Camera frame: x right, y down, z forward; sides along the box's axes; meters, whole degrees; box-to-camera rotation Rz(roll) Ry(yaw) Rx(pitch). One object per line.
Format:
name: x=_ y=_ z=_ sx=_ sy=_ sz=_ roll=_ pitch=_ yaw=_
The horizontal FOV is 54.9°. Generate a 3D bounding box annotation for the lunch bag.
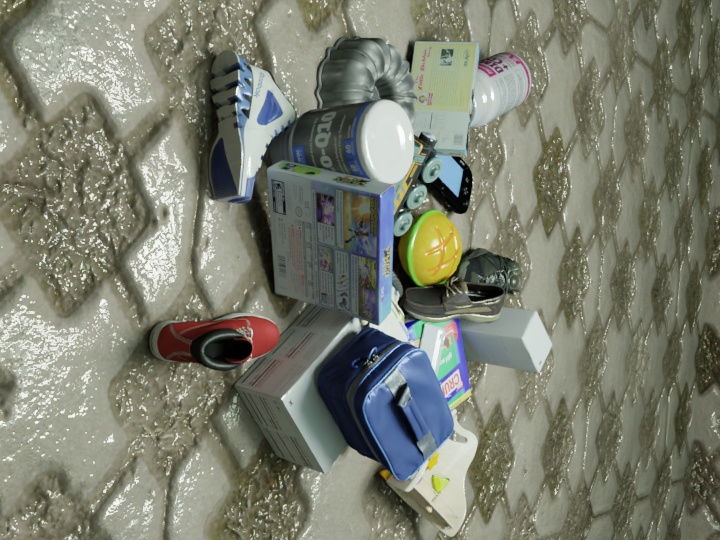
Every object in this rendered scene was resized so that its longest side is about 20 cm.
lunch bag: x=0.042 y=0.183 z=0.976 sx=0.136 sy=0.132 sz=0.201 roll=-42 pitch=125 yaw=-24

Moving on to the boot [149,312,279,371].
boot: x=-0.157 y=0.099 z=0.923 sx=0.199 sy=0.143 sz=0.073 roll=1 pitch=91 yaw=-49

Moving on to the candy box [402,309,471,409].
candy box: x=0.116 y=0.171 z=1.276 sx=0.168 sy=0.077 sz=0.202 roll=-26 pitch=112 yaw=-42

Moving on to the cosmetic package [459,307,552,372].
cosmetic package: x=0.252 y=0.124 z=1.330 sx=0.072 sy=0.199 sz=0.102 roll=-55 pitch=130 yaw=-28

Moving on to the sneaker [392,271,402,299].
sneaker: x=0.000 y=0.000 z=1.152 sx=0.077 sy=0.076 sz=0.200 roll=-49 pitch=130 yaw=-4

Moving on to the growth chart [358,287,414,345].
growth chart: x=0.046 y=0.092 z=1.099 sx=0.145 sy=0.018 sz=0.201 roll=-74 pitch=145 yaw=-48

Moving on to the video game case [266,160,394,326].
video game case: x=-0.041 y=-0.039 z=0.972 sx=0.045 sy=0.180 sz=0.202 roll=-40 pitch=139 yaw=-49

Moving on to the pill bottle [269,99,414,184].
pill bottle: x=-0.032 y=-0.177 z=0.993 sx=0.113 sy=0.199 sz=0.115 roll=-4 pitch=96 yaw=-47

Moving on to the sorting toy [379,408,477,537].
sorting toy: x=0.144 y=0.353 z=1.274 sx=0.180 sy=0.106 sz=0.200 roll=-50 pitch=131 yaw=-17

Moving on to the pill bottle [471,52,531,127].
pill bottle: x=0.235 y=-0.342 z=1.332 sx=0.199 sy=0.113 sz=0.115 roll=-34 pitch=117 yaw=-41

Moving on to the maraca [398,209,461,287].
maraca: x=0.135 y=-0.031 z=1.261 sx=0.200 sy=0.106 sz=0.138 roll=36 pitch=76 yaw=-55

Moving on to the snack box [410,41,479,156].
snack box: x=0.141 y=-0.304 z=1.222 sx=0.037 sy=0.115 sz=0.202 roll=40 pitch=58 yaw=-72

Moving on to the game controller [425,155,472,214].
game controller: x=0.157 y=-0.192 z=1.314 sx=0.200 sy=0.042 sz=0.105 roll=37 pitch=67 yaw=-44

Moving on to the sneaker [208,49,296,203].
sneaker: x=-0.142 y=-0.194 z=0.959 sx=0.114 sy=0.080 sz=0.202 roll=0 pitch=92 yaw=-45

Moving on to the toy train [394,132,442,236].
toy train: x=0.054 y=-0.139 z=1.138 sx=0.113 sy=0.085 sz=0.201 roll=1 pitch=125 yaw=-50

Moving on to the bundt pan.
bundt pan: x=0.022 y=-0.285 z=1.135 sx=0.201 sy=0.075 sz=0.205 roll=-5 pitch=97 yaw=-46

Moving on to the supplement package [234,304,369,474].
supplement package: x=-0.062 y=0.172 z=1.057 sx=0.200 sy=0.110 sz=0.157 roll=-46 pitch=125 yaw=-34

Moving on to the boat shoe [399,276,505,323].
boat shoe: x=0.166 y=0.043 z=1.227 sx=0.198 sy=0.075 sz=0.074 roll=2 pitch=130 yaw=-20

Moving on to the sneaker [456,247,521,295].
sneaker: x=0.250 y=0.016 z=1.348 sx=0.199 sy=0.113 sz=0.077 roll=-33 pitch=133 yaw=-58

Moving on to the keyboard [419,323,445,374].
keyboard: x=0.111 y=0.196 z=1.216 sx=0.056 sy=0.011 sz=0.202 roll=16 pitch=83 yaw=-38
